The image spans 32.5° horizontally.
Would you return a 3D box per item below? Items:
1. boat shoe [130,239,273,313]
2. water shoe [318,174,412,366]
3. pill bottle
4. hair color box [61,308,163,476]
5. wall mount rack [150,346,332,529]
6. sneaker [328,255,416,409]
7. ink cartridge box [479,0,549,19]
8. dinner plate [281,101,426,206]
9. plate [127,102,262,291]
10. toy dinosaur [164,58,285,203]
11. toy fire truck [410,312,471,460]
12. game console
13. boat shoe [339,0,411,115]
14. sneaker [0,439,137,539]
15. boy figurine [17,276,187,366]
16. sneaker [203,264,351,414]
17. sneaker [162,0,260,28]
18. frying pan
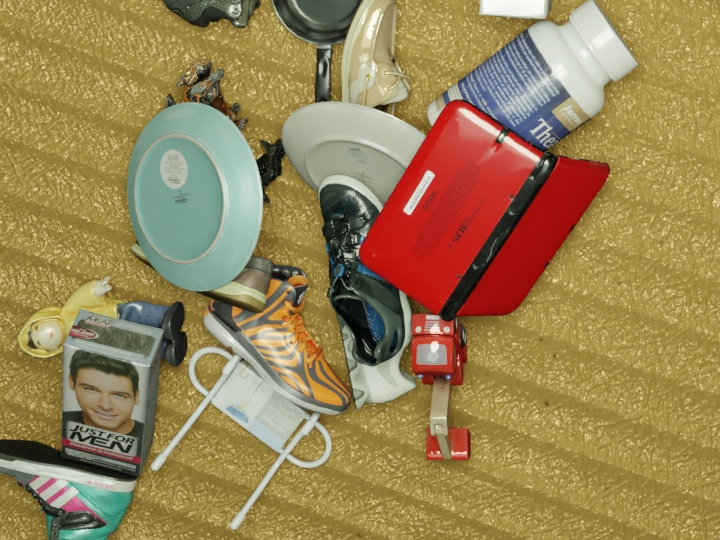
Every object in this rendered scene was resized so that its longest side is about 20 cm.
[{"bbox_3d":[-0.172,-0.009,1.372,0.199,0.073,0.065,21,79,33],"label":"boat shoe"},{"bbox_3d":[0.000,0.000,1.276,0.071,0.079,0.201,-15,101,34],"label":"water shoe"},{"bbox_3d":[0.175,-0.180,1.249,0.200,0.111,0.111,-36,96,18],"label":"pill bottle"},{"bbox_3d":[-0.285,0.143,1.414,0.098,0.061,0.201,14,132,0],"label":"hair color box"},{"bbox_3d":[-0.140,0.190,1.435,0.200,0.075,0.174,37,109,0],"label":"wall mount rack"},{"bbox_3d":[0.015,0.049,1.374,0.088,0.074,0.201,-12,105,0],"label":"sneaker"},{"bbox_3d":[0.160,-0.351,1.202,0.067,0.115,0.201,6,106,9],"label":"ink cartridge box"},{"bbox_3d":[0.007,-0.101,1.282,0.199,0.024,0.201,17,150,10],"label":"dinner plate"},{"bbox_3d":[-0.184,-0.076,1.302,0.199,0.026,0.201,7,101,37],"label":"plate"},{"bbox_3d":[-0.159,-0.128,1.355,0.135,0.102,0.201,23,144,19],"label":"toy dinosaur"},{"bbox_3d":[0.088,0.129,1.338,0.048,0.200,0.142,-1,77,10],"label":"toy fire truck"},{"bbox_3d":[0.124,-0.058,1.245,0.172,0.119,0.201,34,114,5],"label":"game console"},{"bbox_3d":[0.019,-0.190,1.293,0.069,0.074,0.201,23,119,23],"label":"boat shoe"},{"bbox_3d":[-0.378,0.282,1.508,0.199,0.084,0.121,14,98,6],"label":"sneaker"},{"bbox_3d":[-0.304,0.066,1.439,0.199,0.064,0.125,2,112,8],"label":"boy figurine"},{"bbox_3d":[-0.075,0.069,1.387,0.200,0.078,0.112,37,110,-1],"label":"sneaker"},{"bbox_3d":[-0.124,-0.330,1.287,0.114,0.076,0.199,44,112,-5],"label":"sneaker"},{"bbox_3d":[-0.024,-0.262,1.308,0.114,0.031,0.191,-18,105,16],"label":"frying pan"}]
